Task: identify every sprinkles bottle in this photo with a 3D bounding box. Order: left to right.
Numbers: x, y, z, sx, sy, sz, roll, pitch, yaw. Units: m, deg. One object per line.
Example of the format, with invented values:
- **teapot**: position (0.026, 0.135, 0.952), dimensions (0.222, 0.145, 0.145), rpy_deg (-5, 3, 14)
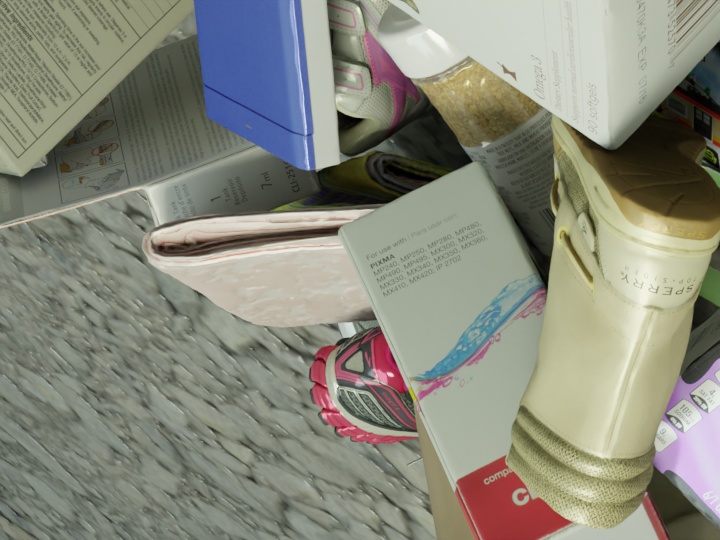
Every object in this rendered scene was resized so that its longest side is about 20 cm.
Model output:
- **sprinkles bottle**: position (0.090, -0.065, 1.417), dimensions (0.200, 0.068, 0.068), rpy_deg (52, 160, -23)

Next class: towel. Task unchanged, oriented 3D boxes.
- **towel**: position (0.000, 0.000, 1.514), dimensions (0.190, 0.032, 0.200), rpy_deg (-3, 167, 14)
- **towel**: position (0.039, -0.032, 1.559), dimensions (0.143, 0.023, 0.200), rpy_deg (13, 171, -17)

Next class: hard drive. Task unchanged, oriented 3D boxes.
- **hard drive**: position (-0.055, -0.163, 1.406), dimensions (0.132, 0.025, 0.201), rpy_deg (31, 131, 59)

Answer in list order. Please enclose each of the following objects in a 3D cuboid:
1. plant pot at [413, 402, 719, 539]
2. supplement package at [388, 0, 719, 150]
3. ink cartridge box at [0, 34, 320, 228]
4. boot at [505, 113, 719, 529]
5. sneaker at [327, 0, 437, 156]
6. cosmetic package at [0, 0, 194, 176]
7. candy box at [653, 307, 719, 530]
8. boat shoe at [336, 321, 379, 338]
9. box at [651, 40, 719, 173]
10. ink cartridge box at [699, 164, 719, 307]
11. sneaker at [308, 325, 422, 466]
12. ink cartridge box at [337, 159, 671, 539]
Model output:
- **plant pot**: position (0.114, 0.117, 1.485), dimensions (0.200, 0.199, 0.174), rpy_deg (115, 132, -71)
- **supplement package**: position (0.064, -0.168, 1.171), dimensions (0.200, 0.117, 0.117), rpy_deg (36, 161, 24)
- **ink cartridge box**: position (-0.123, -0.071, 1.579), dimensions (0.200, 0.175, 0.045), rpy_deg (-110, 2, -65)
- **boot**: position (0.108, 0.014, 1.226), dimensions (0.072, 0.156, 0.200), rpy_deg (10, -162, -8)
- **sneaker**: position (-0.006, -0.129, 1.450), dimensions (0.081, 0.088, 0.200), rpy_deg (30, 157, 36)
- **cosmetic package**: position (-0.162, -0.157, 1.544), dimensions (0.105, 0.200, 0.071), rpy_deg (54, 161, -24)
- **candy box**: position (0.242, 0.060, 1.218), dimensions (0.168, 0.072, 0.200), rpy_deg (44, 130, -1)
- **boat shoe**: position (0.025, 0.054, 1.809), dimensions (0.067, 0.074, 0.200), rpy_deg (17, 149, 49)
- **box**: position (0.105, -0.136, 1.285), dimensions (0.200, 0.035, 0.110), rpy_deg (37, 160, 21)
- **ink cartridge box**: position (0.230, 0.040, 1.333), dimensions (0.199, 0.048, 0.146), rpy_deg (28, 160, 6)
- **sneaker**: position (0.072, 0.071, 1.607), dimensions (0.075, 0.199, 0.081), rpy_deg (-30, 63, 54)
- **ink cartridge box**: position (0.076, 0.069, 1.345), dimensions (0.201, 0.083, 0.146), rpy_deg (66, -176, 30)
